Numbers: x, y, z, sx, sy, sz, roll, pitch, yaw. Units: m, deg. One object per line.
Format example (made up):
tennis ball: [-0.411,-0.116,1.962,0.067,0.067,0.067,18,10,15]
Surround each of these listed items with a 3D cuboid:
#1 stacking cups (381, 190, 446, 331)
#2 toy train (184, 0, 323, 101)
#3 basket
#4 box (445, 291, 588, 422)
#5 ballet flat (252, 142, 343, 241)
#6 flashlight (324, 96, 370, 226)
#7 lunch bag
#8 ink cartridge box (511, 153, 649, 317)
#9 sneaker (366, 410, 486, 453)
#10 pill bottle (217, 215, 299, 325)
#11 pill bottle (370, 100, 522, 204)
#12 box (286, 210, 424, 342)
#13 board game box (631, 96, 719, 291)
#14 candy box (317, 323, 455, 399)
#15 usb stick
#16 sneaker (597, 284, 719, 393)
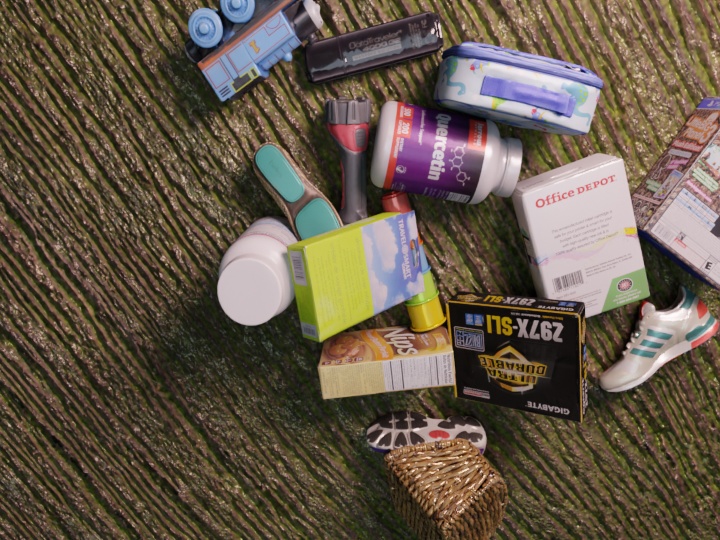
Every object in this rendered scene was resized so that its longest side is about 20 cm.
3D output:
stacking cups: [0.074,-0.014,0.856,0.058,0.061,0.206,-16,105,6]
toy train: [-0.137,-0.319,0.767,0.196,0.087,0.116,-32,109,11]
basket: [0.136,0.343,0.913,0.141,0.148,0.204,-34,137,-20]
box: [0.226,0.121,0.847,0.195,0.049,0.166,5,110,35]
ballet flat: [-0.081,-0.092,0.830,0.069,0.065,0.203,-32,91,-2]
flashlight: [-0.018,-0.138,0.827,0.065,0.068,0.207,4,111,9]
lunch bag: [0.196,-0.230,0.742,0.193,0.161,0.085,12,107,-1]
ink cartridge box: [0.310,-0.045,0.831,0.140,0.084,0.206,-18,105,7]
sneaker: [0.104,0.286,0.935,0.192,0.081,0.086,5,117,3]
pill bottle: [-0.131,-0.002,0.793,0.104,0.201,0.113,0,107,2]
pill bottle: [0.114,-0.156,0.790,0.192,0.113,0.117,9,106,-1]
box: [0.000,0.000,0.778,0.196,0.047,0.126,-21,109,-39]
board game box: [0.490,-0.105,0.803,0.157,0.097,0.203,33,104,-8]
candy box: [0.039,0.132,0.870,0.192,0.116,0.057,-8,107,4]
usb stick: [0.015,-0.303,0.793,0.193,0.033,0.058,-13,97,5]
sneaker: [0.435,0.102,0.887,0.197,0.070,0.095,-36,84,13]
